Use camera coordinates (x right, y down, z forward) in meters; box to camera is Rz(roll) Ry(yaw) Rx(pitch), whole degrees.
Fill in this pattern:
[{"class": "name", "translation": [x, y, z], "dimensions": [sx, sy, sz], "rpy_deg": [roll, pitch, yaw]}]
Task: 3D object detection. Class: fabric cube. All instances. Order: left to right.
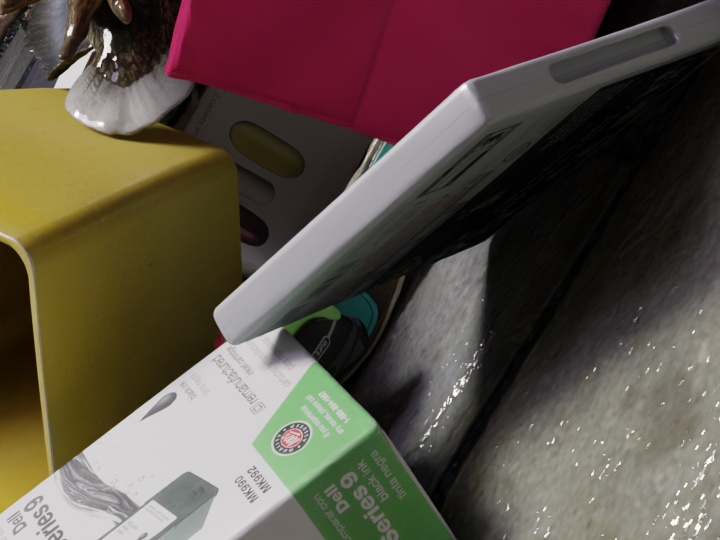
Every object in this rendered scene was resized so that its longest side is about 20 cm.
[{"class": "fabric cube", "translation": [0.033, -0.198, 1.059], "dimensions": [0.200, 0.199, 0.197], "rpy_deg": [111, 175, -50]}]

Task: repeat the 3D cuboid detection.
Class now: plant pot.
[{"class": "plant pot", "translation": [-0.168, 0.011, 1.151], "dimensions": [0.176, 0.200, 0.201], "rpy_deg": [-31, -48, -41]}]

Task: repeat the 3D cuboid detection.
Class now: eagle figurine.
[{"class": "eagle figurine", "translation": [-0.121, -0.161, 1.199], "dimensions": [0.151, 0.152, 0.200], "rpy_deg": [-51, -6, 5]}]

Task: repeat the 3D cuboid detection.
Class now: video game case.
[{"class": "video game case", "translation": [0.050, -0.044, 0.962], "dimensions": [0.182, 0.023, 0.200], "rpy_deg": [-22, -14, -44]}]

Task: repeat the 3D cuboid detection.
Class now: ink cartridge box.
[{"class": "ink cartridge box", "translation": [-0.077, 0.129, 0.957], "dimensions": [0.200, 0.084, 0.146], "rpy_deg": [-37, 29, -7]}]

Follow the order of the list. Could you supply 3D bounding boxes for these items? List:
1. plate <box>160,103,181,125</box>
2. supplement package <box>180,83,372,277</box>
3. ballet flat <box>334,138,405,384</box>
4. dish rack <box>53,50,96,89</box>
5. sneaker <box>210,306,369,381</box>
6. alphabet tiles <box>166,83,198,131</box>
[{"class": "plate", "translation": [-0.125, -0.128, 1.362], "dimensions": [0.200, 0.026, 0.200], "rpy_deg": [-53, 17, 24]}, {"class": "supplement package", "translation": [-0.061, -0.105, 1.396], "dimensions": [0.201, 0.111, 0.156], "rpy_deg": [-62, 17, -6]}, {"class": "ballet flat", "translation": [0.000, 0.000, 1.173], "dimensions": [0.200, 0.067, 0.062], "rpy_deg": [-53, -10, 8]}, {"class": "dish rack", "translation": [-0.153, -0.138, 1.346], "dimensions": [0.172, 0.043, 0.201], "rpy_deg": [-35, 31, 53]}, {"class": "sneaker", "translation": [-0.047, 0.097, 1.105], "dimensions": [0.077, 0.083, 0.200], "rpy_deg": [-102, 27, -48]}, {"class": "alphabet tiles", "translation": [-0.132, -0.102, 1.396], "dimensions": [0.167, 0.008, 0.200], "rpy_deg": [-54, 18, 18]}]
